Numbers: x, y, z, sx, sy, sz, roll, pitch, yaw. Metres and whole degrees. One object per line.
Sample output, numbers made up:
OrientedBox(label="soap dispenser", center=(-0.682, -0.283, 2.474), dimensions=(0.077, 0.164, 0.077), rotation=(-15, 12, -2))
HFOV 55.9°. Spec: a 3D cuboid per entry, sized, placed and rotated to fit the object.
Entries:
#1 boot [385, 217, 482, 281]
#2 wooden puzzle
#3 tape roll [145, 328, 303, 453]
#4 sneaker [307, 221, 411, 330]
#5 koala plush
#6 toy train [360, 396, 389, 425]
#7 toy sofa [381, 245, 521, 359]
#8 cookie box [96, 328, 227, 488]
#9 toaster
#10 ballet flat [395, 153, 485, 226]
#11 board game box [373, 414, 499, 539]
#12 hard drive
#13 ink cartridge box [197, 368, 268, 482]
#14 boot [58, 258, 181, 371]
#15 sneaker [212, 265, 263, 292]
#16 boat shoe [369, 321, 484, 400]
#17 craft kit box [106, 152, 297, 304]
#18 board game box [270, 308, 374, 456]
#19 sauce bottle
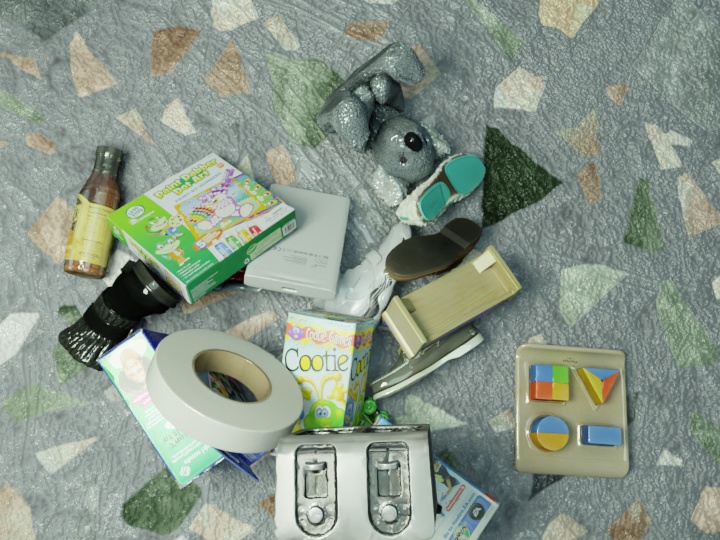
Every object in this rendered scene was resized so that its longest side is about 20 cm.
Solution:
OrientedBox(label="boot", center=(0.109, -0.014, 1.033), dimensions=(0.199, 0.076, 0.074), rotation=(-24, 56, -41))
OrientedBox(label="wooden puzzle", center=(0.336, 0.220, 1.068), dimensions=(0.184, 0.046, 0.202), rotation=(5, 80, -5))
OrientedBox(label="tape roll", center=(-0.167, 0.146, 0.856), dimensions=(0.202, 0.203, 0.037), rotation=(27, 110, -1))
OrientedBox(label="sneaker", center=(0.000, 0.000, 1.055), dimensions=(0.114, 0.075, 0.201), rotation=(25, 81, -3))
OrientedBox(label="koala plush", center=(0.045, -0.219, 1.076), dimensions=(0.200, 0.184, 0.178), rotation=(44, 77, -19))
OrientedBox(label="toy train", center=(0.014, 0.231, 1.036), dimensions=(0.056, 0.042, 0.200), rotation=(-43, 87, -1))
OrientedBox(label="toy sofa", center=(0.134, 0.052, 1.023), dimensions=(0.199, 0.098, 0.083), rotation=(-26, 72, -24))
OrientedBox(label="cookie box", center=(-0.258, 0.187, 0.947), dimensions=(0.075, 0.171, 0.201), rotation=(-35, 85, -7))
OrientedBox(label="toaster", center=(0.005, 0.252, 0.818), dimensions=(0.179, 0.200, 0.120), rotation=(-3, 81, 8))
OrientedBox(label="ballet flat", center=(0.124, -0.131, 1.088), dimensions=(0.072, 0.072, 0.200), rotation=(50, 51, 4))
OrientedBox(label="board game box", center=(0.051, 0.337, 0.923), dimensions=(0.195, 0.056, 0.201), rotation=(36, 85, 4))
OrientedBox(label="hard drive", center=(-0.091, -0.047, 1.027), dimensions=(0.131, 0.027, 0.201), rotation=(10, 47, -3))
OrientedBox(label="ink cartridge box", center=(-0.188, 0.184, 0.928), dimensions=(0.042, 0.120, 0.200), rotation=(-34, 42, -2))
OrientedBox(label="boot", center=(-0.339, 0.068, 0.950), dimensions=(0.079, 0.211, 0.158), rotation=(45, 73, -19))
OrientedBox(label="sneaker", center=(-0.220, -0.015, 1.012), dimensions=(0.198, 0.096, 0.080), rotation=(8, 115, -4))
OrientedBox(label="boat shoe", center=(0.095, 0.131, 1.047), dimensions=(0.201, 0.072, 0.061), rotation=(-28, 82, -16))
OrientedBox(label="craft kit box", center=(-0.230, -0.070, 0.992), dimensions=(0.197, 0.049, 0.200), rotation=(33, 57, 31))
OrientedBox(label="board game box", center=(-0.053, 0.164, 0.972), dimensions=(0.104, 0.103, 0.202), rotation=(8, 92, 16))
OrientedBox(label="sauce bottle", center=(-0.402, -0.090, 1.036), dimensions=(0.065, 0.066, 0.202), rotation=(8, 77, -5))
